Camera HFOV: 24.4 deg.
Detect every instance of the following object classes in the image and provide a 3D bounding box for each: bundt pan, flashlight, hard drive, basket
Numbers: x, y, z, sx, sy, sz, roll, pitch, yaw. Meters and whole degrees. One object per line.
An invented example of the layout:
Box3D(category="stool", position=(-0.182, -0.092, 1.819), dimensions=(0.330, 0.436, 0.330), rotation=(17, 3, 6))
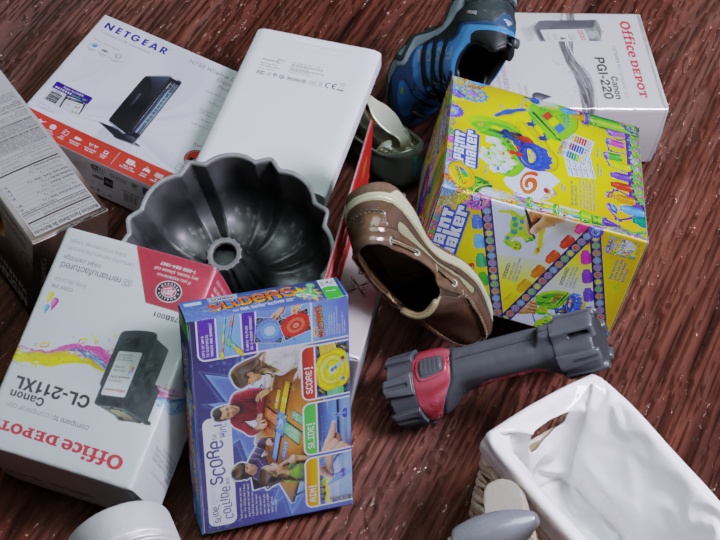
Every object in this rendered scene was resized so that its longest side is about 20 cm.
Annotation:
Box3D(category="bundt pan", position=(-0.115, 0.001, 1.496), dimensions=(0.199, 0.076, 0.204), rotation=(-4, 65, 7))
Box3D(category="flashlight", position=(0.119, 0.085, 1.435), dimensions=(0.198, 0.069, 0.068), rotation=(-15, 11, 21))
Box3D(category="hard drive", position=(-0.068, -0.149, 1.608), dimensions=(0.130, 0.027, 0.201), rotation=(12, 51, 10))
Box3D(category="basket", position=(0.195, 0.211, 1.363), dimensions=(0.135, 0.124, 0.200), rotation=(-24, 57, -30))

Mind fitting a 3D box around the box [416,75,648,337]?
Box3D(category="box", position=(0.154, -0.060, 1.541), dimensions=(0.190, 0.123, 0.201), rotation=(15, 35, -4))

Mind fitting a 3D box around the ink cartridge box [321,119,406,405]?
Box3D(category="ink cartridge box", position=(0.000, 0.000, 1.473), dimensions=(0.044, 0.177, 0.202), rotation=(13, 51, 3))

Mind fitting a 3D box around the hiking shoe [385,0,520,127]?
Box3D(category="hiking shoe", position=(0.084, -0.196, 1.636), dimensions=(0.074, 0.200, 0.088), rotation=(14, 52, -24))

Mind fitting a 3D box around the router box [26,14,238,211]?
Box3D(category="router box", position=(-0.214, -0.147, 1.642), dimensions=(0.198, 0.049, 0.180), rotation=(23, 52, 10))

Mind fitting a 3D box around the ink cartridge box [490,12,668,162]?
Box3D(category="ink cartridge box", position=(0.203, -0.189, 1.718), dimensions=(0.197, 0.085, 0.147), rotation=(0, 51, -11))

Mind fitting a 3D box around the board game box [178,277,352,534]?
Box3D(category="board game box", position=(-0.075, 0.112, 1.360), dimensions=(0.134, 0.202, 0.035), rotation=(-9, 28, -16))

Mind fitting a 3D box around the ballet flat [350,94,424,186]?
Box3D(category="ballet flat", position=(-0.008, -0.164, 1.678), dimensions=(0.067, 0.064, 0.200), rotation=(-33, 62, -30))

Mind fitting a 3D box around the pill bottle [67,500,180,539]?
Box3D(category="pill bottle", position=(-0.153, 0.282, 1.262), dimensions=(0.113, 0.115, 0.201), rotation=(-14, 55, -19))

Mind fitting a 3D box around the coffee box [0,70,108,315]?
Box3D(category="coffee box", position=(-0.314, -0.069, 1.523), dimensions=(0.079, 0.115, 0.200), rotation=(-26, 60, -27))

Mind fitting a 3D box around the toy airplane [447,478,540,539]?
Box3D(category="toy airplane", position=(0.114, 0.275, 1.236), dimensions=(0.140, 0.201, 0.199), rotation=(24, 1, -33))

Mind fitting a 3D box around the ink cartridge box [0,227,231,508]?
Box3D(category="ink cartridge box", position=(-0.207, 0.085, 1.385), dimensions=(0.144, 0.083, 0.202), rotation=(14, 69, 14))

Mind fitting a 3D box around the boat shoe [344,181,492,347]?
Box3D(category="boat shoe", position=(0.048, 0.016, 1.420), dimensions=(0.074, 0.202, 0.075), rotation=(-26, 41, 25))

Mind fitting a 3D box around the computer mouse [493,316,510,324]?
Box3D(category="computer mouse", position=(0.129, 0.043, 1.544), dimensions=(0.197, 0.046, 0.141), rotation=(4, 42, -19))
